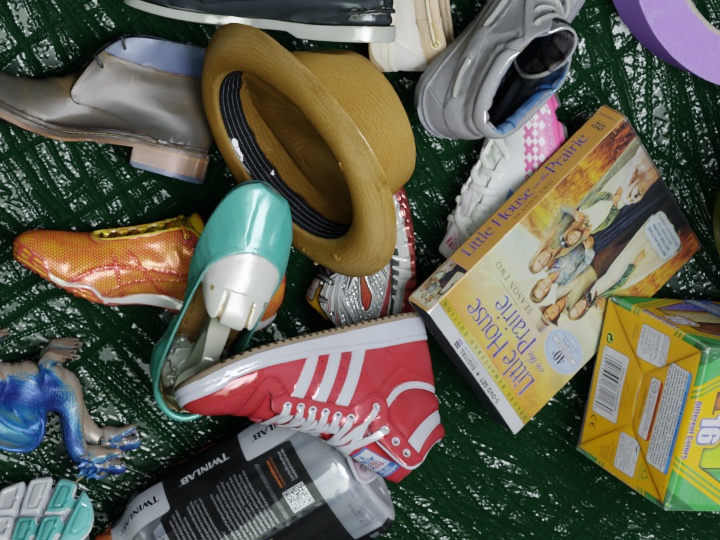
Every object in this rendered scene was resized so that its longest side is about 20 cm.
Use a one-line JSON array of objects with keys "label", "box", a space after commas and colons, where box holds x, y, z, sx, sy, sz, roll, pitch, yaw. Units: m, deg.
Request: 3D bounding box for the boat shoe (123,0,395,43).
[{"label": "boat shoe", "box": [-0.069, -0.199, 1.665, 0.199, 0.074, 0.066, 10, 101, 24]}]

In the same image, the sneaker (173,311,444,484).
[{"label": "sneaker", "box": [-0.027, 0.101, 1.647, 0.199, 0.071, 0.113, -13, 84, -32]}]

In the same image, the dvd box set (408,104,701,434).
[{"label": "dvd box set", "box": [0.141, 0.001, 1.713, 0.200, 0.029, 0.146, -44, 129, -10]}]

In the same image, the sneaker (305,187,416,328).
[{"label": "sneaker", "box": [0.000, 0.000, 1.736, 0.082, 0.078, 0.201, -5, 105, -1]}]

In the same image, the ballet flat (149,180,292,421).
[{"label": "ballet flat", "box": [-0.094, 0.031, 1.670, 0.067, 0.071, 0.200, 13, 128, -18]}]

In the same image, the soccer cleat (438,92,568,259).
[{"label": "soccer cleat", "box": [0.099, -0.047, 1.729, 0.086, 0.070, 0.201, -6, 107, -18]}]

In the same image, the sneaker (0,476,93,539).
[{"label": "sneaker", "box": [-0.289, 0.199, 1.774, 0.199, 0.078, 0.091, 6, 141, 12]}]

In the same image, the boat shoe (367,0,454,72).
[{"label": "boat shoe", "box": [0.046, -0.234, 1.677, 0.069, 0.074, 0.201, 6, 114, 8]}]

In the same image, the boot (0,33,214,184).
[{"label": "boot", "box": [-0.191, -0.135, 1.699, 0.199, 0.075, 0.097, 17, 94, -18]}]

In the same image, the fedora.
[{"label": "fedora", "box": [-0.024, -0.094, 1.643, 0.082, 0.200, 0.201, -33, 107, -27]}]

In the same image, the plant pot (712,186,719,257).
[{"label": "plant pot", "box": [0.332, -0.031, 1.679, 0.199, 0.193, 0.201, -1, 95, -8]}]

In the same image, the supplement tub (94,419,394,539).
[{"label": "supplement tub", "box": [-0.085, 0.182, 1.756, 0.200, 0.123, 0.123, -31, 104, 4]}]

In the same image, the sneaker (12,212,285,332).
[{"label": "sneaker", "box": [-0.151, -0.011, 1.732, 0.199, 0.073, 0.077, 9, 105, -17]}]

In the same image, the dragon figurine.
[{"label": "dragon figurine", "box": [-0.256, 0.097, 1.756, 0.199, 0.059, 0.100, 7, 104, -7]}]

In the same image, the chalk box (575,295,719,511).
[{"label": "chalk box", "box": [0.279, 0.096, 1.738, 0.199, 0.124, 0.125, 3, 106, -29]}]

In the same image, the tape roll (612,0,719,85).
[{"label": "tape roll", "box": [0.272, -0.229, 1.681, 0.199, 0.066, 0.201, -3, 104, -14]}]

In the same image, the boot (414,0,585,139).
[{"label": "boot", "box": [0.126, -0.167, 1.660, 0.074, 0.095, 0.200, 43, 75, -30]}]
